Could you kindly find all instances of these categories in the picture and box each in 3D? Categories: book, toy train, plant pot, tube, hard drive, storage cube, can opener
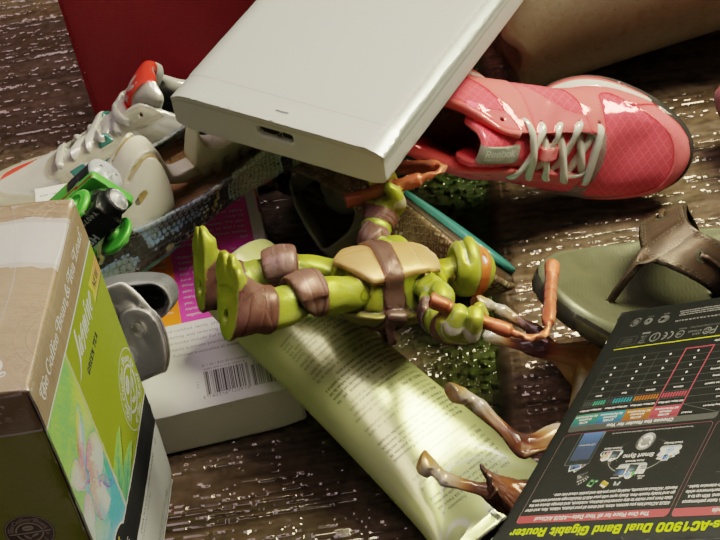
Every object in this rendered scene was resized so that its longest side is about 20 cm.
[{"bbox_3d":[-0.111,0.019,1.055,0.134,0.048,0.200,-13,42,-1],"label":"book"},{"bbox_3d":[-0.195,0.007,1.024,0.200,0.042,0.056,-38,34,27],"label":"toy train"},{"bbox_3d":[0.153,-0.206,1.147,0.183,0.200,0.200,-26,41,4],"label":"plant pot"},{"bbox_3d":[0.001,0.063,0.952,0.200,0.052,0.058,41,99,24],"label":"tube"},{"bbox_3d":[0.004,-0.135,1.027,0.132,0.026,0.200,18,52,25],"label":"hard drive"},{"bbox_3d":[-0.090,-0.209,1.204,0.200,0.180,0.171,-4,41,10],"label":"storage cube"},{"bbox_3d":[-0.183,0.055,0.990,0.200,0.053,0.067,-22,14,22],"label":"can opener"}]

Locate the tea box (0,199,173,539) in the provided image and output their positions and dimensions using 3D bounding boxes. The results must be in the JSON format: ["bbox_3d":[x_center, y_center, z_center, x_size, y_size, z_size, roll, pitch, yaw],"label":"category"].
[{"bbox_3d":[-0.213,0.089,0.884,0.200,0.197,0.134,-6,41,8],"label":"tea box"}]

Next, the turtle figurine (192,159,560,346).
[{"bbox_3d":[0.000,0.000,0.934,0.161,0.064,0.200,-4,30,-18],"label":"turtle figurine"}]

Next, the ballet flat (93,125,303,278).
[{"bbox_3d":[-0.099,-0.062,1.043,0.200,0.074,0.074,-36,45,-14],"label":"ballet flat"}]

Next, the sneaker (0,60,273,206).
[{"bbox_3d":[-0.144,-0.084,1.141,0.200,0.093,0.070,-12,40,1],"label":"sneaker"}]

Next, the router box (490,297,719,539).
[{"bbox_3d":[0.169,0.078,0.779,0.200,0.062,0.150,-11,34,48],"label":"router box"}]

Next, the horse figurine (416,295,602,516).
[{"bbox_3d":[0.106,0.070,0.918,0.133,0.050,0.200,20,37,2],"label":"horse figurine"}]

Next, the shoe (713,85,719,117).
[{"bbox_3d":[0.306,-0.109,1.063,0.200,0.071,0.091,-21,44,-5],"label":"shoe"}]

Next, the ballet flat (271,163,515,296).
[{"bbox_3d":[0.012,-0.024,1.067,0.065,0.071,0.200,-49,43,2],"label":"ballet flat"}]

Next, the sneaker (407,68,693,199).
[{"bbox_3d":[0.088,-0.070,1.043,0.200,0.074,0.087,11,25,0],"label":"sneaker"}]

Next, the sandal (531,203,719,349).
[{"bbox_3d":[0.171,-0.008,0.956,0.201,0.057,0.080,-13,41,-31],"label":"sandal"}]
